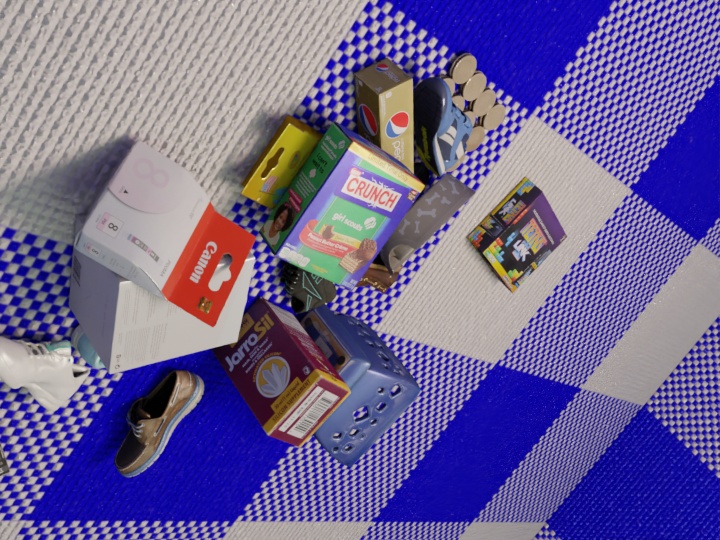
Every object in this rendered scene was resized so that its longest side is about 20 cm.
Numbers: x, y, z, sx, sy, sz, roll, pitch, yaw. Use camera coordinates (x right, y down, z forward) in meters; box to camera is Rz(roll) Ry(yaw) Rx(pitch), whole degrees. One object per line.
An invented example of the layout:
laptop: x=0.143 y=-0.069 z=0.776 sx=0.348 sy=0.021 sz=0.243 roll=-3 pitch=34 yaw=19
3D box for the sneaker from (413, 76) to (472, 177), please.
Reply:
sneaker: x=0.130 y=-0.237 z=1.484 sx=0.082 sy=0.074 sz=0.201 roll=-33 pitch=152 yaw=-13

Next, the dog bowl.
dog bowl: x=0.103 y=-0.081 z=1.576 sx=0.200 sy=0.059 sz=0.200 roll=-44 pitch=178 yaw=-2

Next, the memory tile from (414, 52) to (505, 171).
memory tile: x=0.158 y=-0.257 z=1.564 sx=0.153 sy=0.017 sz=0.200 roll=-46 pitch=145 yaw=2

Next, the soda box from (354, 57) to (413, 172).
soda box: x=0.038 y=-0.214 z=1.442 sx=0.063 sy=0.068 sz=0.202 roll=-29 pitch=142 yaw=-20

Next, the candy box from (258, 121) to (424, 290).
candy box: x=-0.025 y=-0.091 z=1.392 sx=0.168 sy=0.077 sz=0.202 roll=24 pitch=106 yaw=-42

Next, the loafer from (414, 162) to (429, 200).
loafer: x=0.034 y=-0.114 z=1.539 sx=0.200 sy=0.068 sz=0.071 roll=-43 pitch=114 yaw=-17

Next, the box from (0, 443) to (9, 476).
box: x=-0.601 y=0.261 z=1.308 sx=0.197 sy=0.044 sz=0.162 roll=-24 pitch=139 yaw=-26

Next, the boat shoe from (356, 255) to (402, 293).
boat shoe: x=0.000 y=0.000 z=1.616 sx=0.198 sy=0.070 sz=0.071 roll=18 pitch=109 yaw=-51

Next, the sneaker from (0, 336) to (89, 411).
sneaker: x=-0.443 y=0.121 z=1.302 sx=0.088 sy=0.076 sz=0.201 roll=-36 pitch=154 yaw=-5

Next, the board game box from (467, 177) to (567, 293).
board game box: x=0.315 y=-0.065 z=1.875 sx=0.165 sy=0.057 sz=0.200 roll=-45 pitch=145 yaw=2

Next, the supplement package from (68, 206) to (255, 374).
supplement package: x=-0.274 y=0.015 z=1.293 sx=0.197 sy=0.151 sz=0.154 roll=-12 pitch=133 yaw=-36

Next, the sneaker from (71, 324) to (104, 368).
sneaker: x=-0.320 y=0.106 z=1.397 sx=0.197 sy=0.082 sz=0.075 roll=-15 pitch=137 yaw=-35

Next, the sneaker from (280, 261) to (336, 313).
sneaker: x=-0.090 y=0.001 z=1.527 sx=0.078 sy=0.076 sz=0.202 roll=-30 pitch=142 yaw=-14

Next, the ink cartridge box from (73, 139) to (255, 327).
ink cartridge box: x=-0.235 y=-0.048 z=1.193 sx=0.057 sy=0.198 sz=0.164 roll=-49 pitch=-165 yaw=51

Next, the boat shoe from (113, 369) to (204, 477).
boat shoe: x=-0.341 y=0.240 z=1.530 sx=0.201 sy=0.072 sz=0.072 roll=-54 pitch=140 yaw=-4

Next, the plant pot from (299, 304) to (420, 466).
plant pot: x=-0.047 y=0.191 z=1.660 sx=0.200 sy=0.200 sz=0.179 roll=-47 pitch=138 yaw=6

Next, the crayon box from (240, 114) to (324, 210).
crayon box: x=-0.088 y=-0.146 z=1.401 sx=0.128 sy=0.051 sz=0.199 roll=-52 pitch=144 yaw=11

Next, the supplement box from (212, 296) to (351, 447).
supplement box: x=-0.130 y=0.164 z=1.540 sx=0.131 sy=0.200 sz=0.103 roll=-47 pitch=144 yaw=6
